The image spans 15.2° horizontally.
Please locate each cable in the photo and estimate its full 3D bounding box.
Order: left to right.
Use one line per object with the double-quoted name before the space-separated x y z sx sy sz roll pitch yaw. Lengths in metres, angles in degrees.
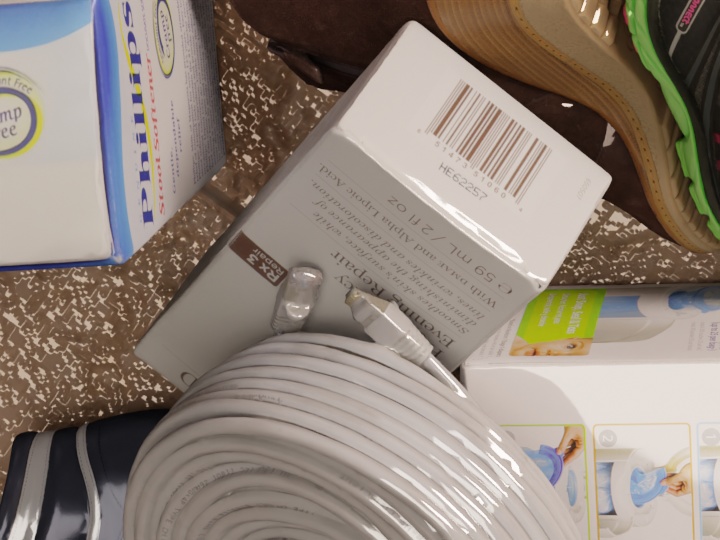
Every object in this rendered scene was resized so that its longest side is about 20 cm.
"cable" 0.000 0.120 1.037 0.200 0.069 0.200 42 137 6

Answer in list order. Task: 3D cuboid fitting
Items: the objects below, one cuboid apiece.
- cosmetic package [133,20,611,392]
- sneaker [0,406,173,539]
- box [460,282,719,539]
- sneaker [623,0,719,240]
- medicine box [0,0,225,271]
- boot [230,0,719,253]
"cosmetic package" 0.000 0.000 1.056 0.102 0.074 0.200 38 141 -4
"sneaker" -0.105 0.158 1.164 0.108 0.070 0.200 -4 96 5
"box" 0.148 0.067 1.081 0.200 0.112 0.101 -1 105 11
"sneaker" 0.165 -0.057 1.014 0.077 0.084 0.200 -55 135 -18
"medicine box" -0.162 -0.066 1.050 0.182 0.200 0.103 -3 103 10
"boot" 0.055 -0.078 1.080 0.166 0.200 0.072 7 64 37
